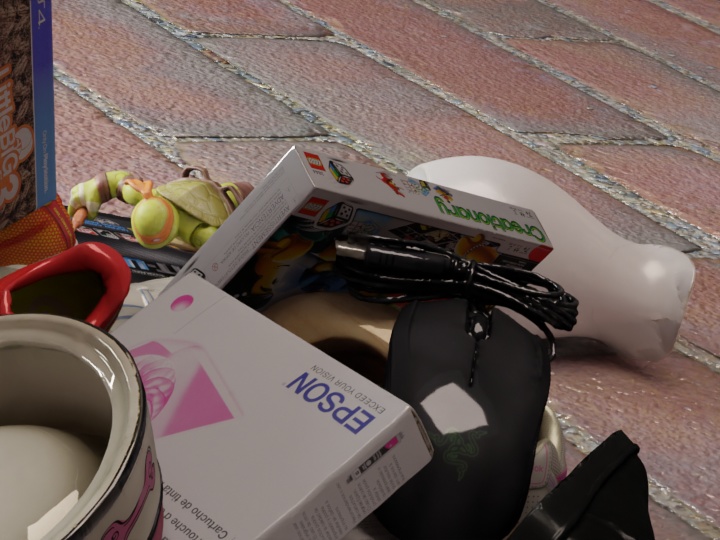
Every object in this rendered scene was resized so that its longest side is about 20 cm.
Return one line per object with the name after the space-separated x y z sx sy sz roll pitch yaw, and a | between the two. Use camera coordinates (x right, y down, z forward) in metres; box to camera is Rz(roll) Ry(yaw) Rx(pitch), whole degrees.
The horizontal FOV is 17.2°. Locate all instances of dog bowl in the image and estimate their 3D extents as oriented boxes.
-0.177 0.112 1.070 0.199 0.074 0.201 -15 36 11 | dog bowl

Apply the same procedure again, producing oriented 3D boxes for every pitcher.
0.112 -0.006 1.679 0.199 0.122 0.171 18 -4 -17 | pitcher

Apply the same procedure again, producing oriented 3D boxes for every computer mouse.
0.047 0.053 1.205 0.137 0.053 0.201 13 44 -6 | computer mouse

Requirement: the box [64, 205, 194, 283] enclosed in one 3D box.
-0.139 0.014 1.484 0.199 0.050 0.198 12 14 -37 | box

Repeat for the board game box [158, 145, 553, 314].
0.000 0.000 1.336 0.199 0.126 0.035 12 41 -45 | board game box

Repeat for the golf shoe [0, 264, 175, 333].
-0.123 0.035 1.342 0.199 0.078 0.098 30 52 -21 | golf shoe

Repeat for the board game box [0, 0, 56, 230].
-0.258 -0.082 1.232 0.096 0.160 0.200 21 36 27 | board game box

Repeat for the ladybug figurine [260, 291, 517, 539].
0.010 0.100 1.273 0.200 0.136 0.072 49 1 24 | ladybug figurine

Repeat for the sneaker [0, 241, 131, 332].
-0.197 0.042 1.196 0.200 0.085 0.077 -39 89 -33 | sneaker

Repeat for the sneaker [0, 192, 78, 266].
-0.257 -0.032 1.390 0.198 0.078 0.073 -4 34 21 | sneaker

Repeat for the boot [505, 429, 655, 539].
0.148 0.168 1.168 0.162 0.073 0.198 43 18 7 | boot

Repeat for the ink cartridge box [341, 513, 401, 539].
0.009 0.185 1.108 0.115 0.068 0.200 -1 22 -33 | ink cartridge box

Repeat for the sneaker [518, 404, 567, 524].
0.076 0.098 1.366 0.081 0.089 0.200 6 20 -19 | sneaker

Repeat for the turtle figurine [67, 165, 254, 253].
-0.106 -0.034 1.471 0.199 0.065 0.161 24 9 24 | turtle figurine

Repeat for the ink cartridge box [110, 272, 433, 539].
-0.098 0.101 1.139 0.200 0.043 0.196 -38 39 -20 | ink cartridge box
